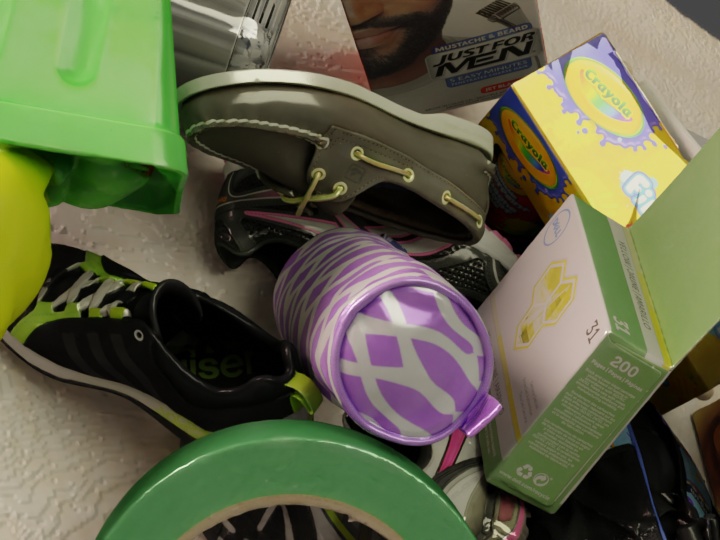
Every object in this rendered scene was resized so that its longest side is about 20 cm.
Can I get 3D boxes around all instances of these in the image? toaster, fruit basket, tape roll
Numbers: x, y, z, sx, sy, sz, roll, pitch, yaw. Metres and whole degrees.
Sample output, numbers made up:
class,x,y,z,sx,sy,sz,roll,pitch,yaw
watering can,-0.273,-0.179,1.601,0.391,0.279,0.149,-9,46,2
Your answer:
class,x,y,z,sx,sy,sz,roll,pitch,yaw
toaster,-0.104,-0.153,1.031,0.129,0.114,0.201,18,49,-3
fruit basket,-0.182,-0.042,0.878,0.214,0.156,0.217,1,82,-7
tape roll,-0.034,0.172,0.870,0.199,0.048,0.202,0,95,-6

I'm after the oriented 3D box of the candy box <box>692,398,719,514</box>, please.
class,x,y,z,sx,sy,sz,roll,pitch,yaw
candy box,0.281,0.157,1.147,0.056,0.117,0.201,6,60,-34

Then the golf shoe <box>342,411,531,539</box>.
class,x,y,z,sx,sy,sz,roll,pitch,yaw
golf shoe,0.033,0.086,0.989,0.092,0.073,0.200,40,13,-17

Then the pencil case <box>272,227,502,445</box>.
class,x,y,z,sx,sy,sz,roll,pitch,yaw
pencil case,0.008,0.031,0.941,0.084,0.200,0.086,-41,102,-1

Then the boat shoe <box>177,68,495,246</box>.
class,x,y,z,sx,sy,sz,roll,pitch,yaw
boat shoe,-0.009,-0.058,0.991,0.201,0.072,0.061,11,71,-38

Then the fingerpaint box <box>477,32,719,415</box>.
class,x,y,z,sx,sy,sz,roll,pitch,yaw
fingerpaint box,0.141,-0.012,1.105,0.073,0.167,0.201,-30,84,-20

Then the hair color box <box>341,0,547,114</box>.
class,x,y,z,sx,sy,sz,roll,pitch,yaw
hair color box,0.045,-0.165,1.096,0.110,0.200,0.064,-13,64,6

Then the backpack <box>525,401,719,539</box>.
class,x,y,z,sx,sy,sz,roll,pitch,yaw
backpack,0.138,0.164,1.016,0.183,0.134,0.200,60,11,-25

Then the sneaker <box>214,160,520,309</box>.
class,x,y,z,sx,sy,sz,roll,pitch,yaw
sneaker,0.000,0.000,1.076,0.199,0.080,0.087,24,63,-13

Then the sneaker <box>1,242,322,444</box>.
class,x,y,z,sx,sy,sz,roll,pitch,yaw
sneaker,-0.102,0.023,0.926,0.199,0.083,0.072,25,53,15

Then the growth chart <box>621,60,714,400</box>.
class,x,y,z,sx,sy,sz,roll,pitch,yaw
growth chart,0.179,-0.025,1.131,0.018,0.200,0.145,-30,61,-20

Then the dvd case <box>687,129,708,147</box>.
class,x,y,z,sx,sy,sz,roll,pitch,yaw
dvd case,0.249,-0.033,1.291,0.199,0.018,0.143,22,43,-25

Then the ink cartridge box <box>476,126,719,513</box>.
class,x,y,z,sx,sy,sz,roll,pitch,yaw
ink cartridge box,0.130,0.005,0.944,0.048,0.200,0.146,29,25,-17

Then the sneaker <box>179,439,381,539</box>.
class,x,y,z,sx,sy,sz,roll,pitch,yaw
sneaker,-0.019,0.137,0.983,0.200,0.074,0.081,55,28,3
